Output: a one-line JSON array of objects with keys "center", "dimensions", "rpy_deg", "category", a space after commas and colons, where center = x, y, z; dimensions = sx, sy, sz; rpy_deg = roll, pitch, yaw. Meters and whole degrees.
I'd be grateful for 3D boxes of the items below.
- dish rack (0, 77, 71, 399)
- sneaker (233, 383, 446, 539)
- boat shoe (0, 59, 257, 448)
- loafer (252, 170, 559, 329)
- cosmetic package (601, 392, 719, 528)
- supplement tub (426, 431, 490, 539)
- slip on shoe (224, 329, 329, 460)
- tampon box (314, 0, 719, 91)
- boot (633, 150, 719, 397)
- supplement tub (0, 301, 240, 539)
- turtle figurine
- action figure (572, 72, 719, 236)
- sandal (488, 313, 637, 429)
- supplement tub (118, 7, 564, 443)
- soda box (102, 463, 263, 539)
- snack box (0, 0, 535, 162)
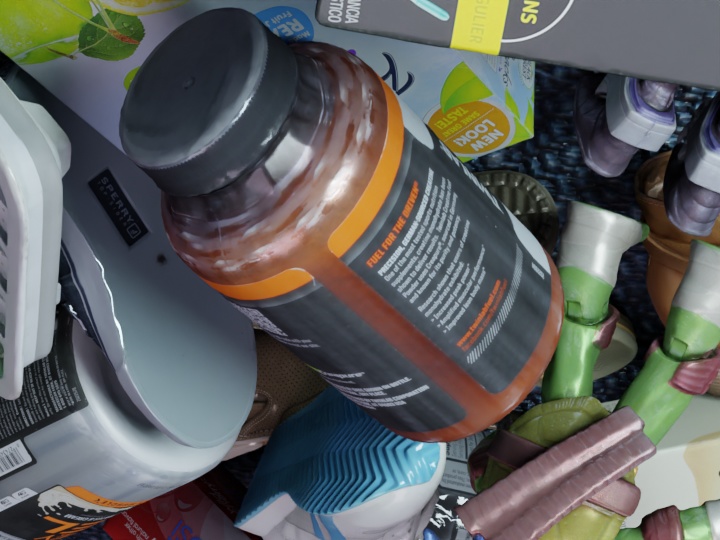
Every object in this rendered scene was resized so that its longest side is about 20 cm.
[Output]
[{"center": [-0.186, -0.059, 0.803], "dimensions": [0.200, 0.043, 0.172], "rpy_deg": [48, 150, 21], "category": "dish rack"}, {"center": [0.005, 0.104, 0.905], "dimensions": [0.080, 0.077, 0.200], "rpy_deg": [27, 161, -12], "category": "sneaker"}, {"center": [-0.120, -0.010, 0.867], "dimensions": [0.091, 0.071, 0.202], "rpy_deg": [-1, 119, 58], "category": "boat shoe"}, {"center": [0.000, 0.000, 0.907], "dimensions": [0.198, 0.076, 0.068], "rpy_deg": [-3, 148, 10], "category": "loafer"}, {"center": [0.210, 0.112, 0.956], "dimensions": [0.198, 0.071, 0.106], "rpy_deg": [-13, 110, 3], "category": "cosmetic package"}, {"center": [0.056, 0.144, 1.060], "dimensions": [0.198, 0.108, 0.107], "rpy_deg": [13, 145, -7], "category": "supplement tub"}, {"center": [-0.050, 0.052, 0.998], "dimensions": [0.060, 0.077, 0.199], "rpy_deg": [29, 148, -33], "category": "slip on shoe"}, {"center": [0.096, -0.151, 0.591], "dimensions": [0.198, 0.127, 0.151], "rpy_deg": [8, 117, 0], "category": "tampon box"}, {"center": [0.230, -0.003, 0.867], "dimensions": [0.198, 0.074, 0.155], "rpy_deg": [-9, 138, 18], "category": "boot"}, {"center": [-0.164, 0.078, 0.981], "dimensions": [0.122, 0.124, 0.199], "rpy_deg": [33, 139, -31], "category": "supplement tub"}, {"center": [0.123, 0.079, 0.845], "dimensions": [0.198, 0.196, 0.144], "rpy_deg": [17, -176, -24], "category": "turtle figurine"}, {"center": [0.160, -0.104, 0.743], "dimensions": [0.129, 0.070, 0.200], "rpy_deg": [24, 138, -11], "category": "action figure"}, {"center": [0.074, 0.053, 0.930], "dimensions": [0.080, 0.055, 0.199], "rpy_deg": [-25, 163, 31], "category": "sandal"}, {"center": [-0.007, -0.019, 0.742], "dimensions": [0.106, 0.108, 0.200], "rpy_deg": [-16, 140, 30], "category": "supplement tub"}, {"center": [-0.059, 0.189, 1.082], "dimensions": [0.064, 0.200, 0.070], "rpy_deg": [-56, 148, 8], "category": "soda box"}, {"center": [-0.046, -0.107, 0.774], "dimensions": [0.168, 0.068, 0.200], "rpy_deg": [-20, 138, 32], "category": "snack box"}]
